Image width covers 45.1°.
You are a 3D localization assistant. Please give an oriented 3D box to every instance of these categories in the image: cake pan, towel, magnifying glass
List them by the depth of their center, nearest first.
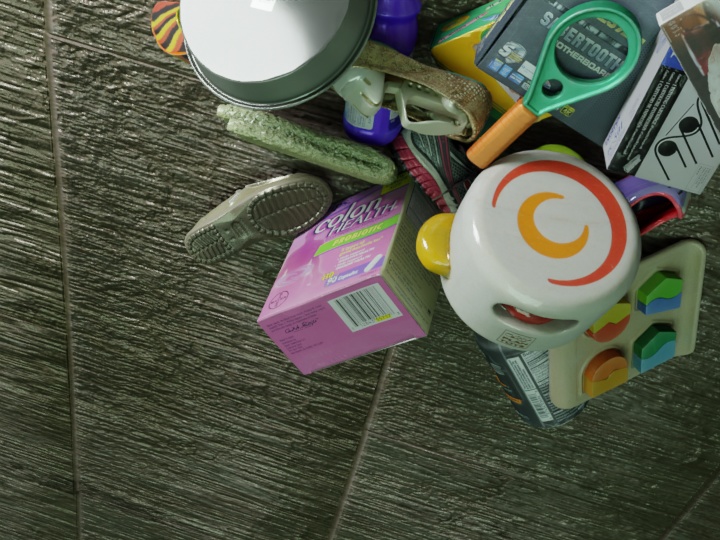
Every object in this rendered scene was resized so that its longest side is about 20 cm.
[{"bbox_3d":[0.170,-0.163,0.793,0.080,0.022,0.200,34,132,-15],"label":"magnifying glass"},{"bbox_3d":[-0.084,-0.251,0.811,0.200,0.201,0.037,1,170,17],"label":"cake pan"},{"bbox_3d":[-0.054,-0.140,0.969,0.199,0.148,0.037,19,95,2],"label":"towel"}]

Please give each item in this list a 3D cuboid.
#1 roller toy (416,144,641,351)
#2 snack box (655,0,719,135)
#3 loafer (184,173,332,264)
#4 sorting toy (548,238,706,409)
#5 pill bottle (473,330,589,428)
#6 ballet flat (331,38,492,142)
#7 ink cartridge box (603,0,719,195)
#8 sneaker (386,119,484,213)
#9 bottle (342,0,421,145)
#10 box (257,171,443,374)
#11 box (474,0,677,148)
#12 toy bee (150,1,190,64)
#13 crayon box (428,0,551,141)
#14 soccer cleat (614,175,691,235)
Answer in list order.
[{"bbox_3d":[0.176,-0.015,0.890,0.183,0.200,0.140,57,159,16],"label":"roller toy"},{"bbox_3d":[0.320,-0.147,0.713,0.072,0.024,0.200,-28,121,25],"label":"snack box"},{"bbox_3d":[-0.129,-0.076,1.087,0.200,0.068,0.076,-20,124,12],"label":"loafer"},{"bbox_3d":[0.318,0.071,1.028,0.199,0.036,0.185,-20,129,-11],"label":"sorting toy"},{"bbox_3d":[0.211,0.097,1.099,0.106,0.106,0.200,-15,123,28],"label":"pill bottle"},{"bbox_3d":[0.034,-0.173,0.836,0.199,0.065,0.071,14,154,-10],"label":"ballet flat"},{"bbox_3d":[0.294,-0.165,0.747,0.094,0.044,0.200,15,130,-4],"label":"ink cartridge box"},{"bbox_3d":[0.118,-0.093,0.988,0.075,0.081,0.200,-40,121,7],"label":"sneaker"},{"bbox_3d":[0.023,-0.229,0.891,0.065,0.084,0.200,13,133,6],"label":"bottle"},{"bbox_3d":[0.000,0.000,1.018,0.176,0.200,0.097,-21,120,32],"label":"box"},{"bbox_3d":[0.229,-0.204,0.791,0.200,0.051,0.158,29,129,-12],"label":"box"},{"bbox_3d":[-0.138,-0.237,0.905,0.131,0.109,0.200,10,171,-43],"label":"toy bee"},{"bbox_3d":[0.184,-0.220,0.864,0.200,0.058,0.119,-17,123,28],"label":"crayon box"},{"bbox_3d":[0.268,-0.057,0.967,0.200,0.077,0.067,-23,120,32],"label":"soccer cleat"}]
